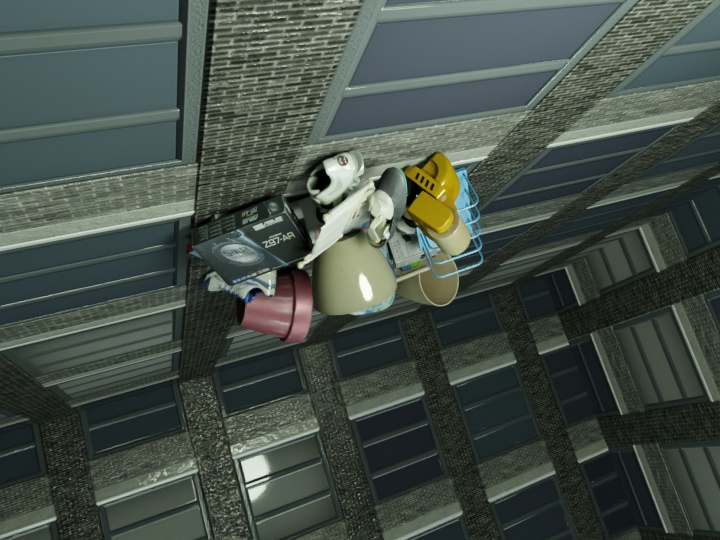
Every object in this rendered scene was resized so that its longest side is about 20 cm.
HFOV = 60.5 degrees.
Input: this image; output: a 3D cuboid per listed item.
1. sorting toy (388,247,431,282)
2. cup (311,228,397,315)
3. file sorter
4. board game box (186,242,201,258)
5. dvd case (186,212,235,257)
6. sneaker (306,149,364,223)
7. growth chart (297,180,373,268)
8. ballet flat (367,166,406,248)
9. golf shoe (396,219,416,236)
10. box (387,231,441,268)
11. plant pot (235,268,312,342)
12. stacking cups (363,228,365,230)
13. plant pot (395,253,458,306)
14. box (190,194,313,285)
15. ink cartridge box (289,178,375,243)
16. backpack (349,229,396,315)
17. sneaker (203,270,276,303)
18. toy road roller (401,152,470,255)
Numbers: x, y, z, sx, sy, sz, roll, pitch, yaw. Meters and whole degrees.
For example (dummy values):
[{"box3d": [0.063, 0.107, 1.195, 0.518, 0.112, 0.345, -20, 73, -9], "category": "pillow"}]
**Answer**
[{"box3d": [0.099, -0.037, 1.713, 0.182, 0.202, 0.037, -21, 125, 13], "category": "sorting toy"}, {"box3d": [-0.028, -0.012, 1.378, 0.196, 0.146, 0.201, -13, -161, 5], "category": "cup"}, {"box3d": [0.203, -0.104, 1.420, 0.136, 0.124, 0.202, -18, 136, -1], "category": "file sorter"}, {"box3d": [-0.247, -0.068, 1.273, 0.196, 0.020, 0.103, -20, 165, 8], "category": "board game box"}, {"box3d": [-0.267, -0.076, 1.296, 0.146, 0.016, 0.199, -9, 164, -35], "category": "dvd case"}, {"box3d": [-0.067, -0.152, 1.146, 0.087, 0.075, 0.201, -12, 156, -26], "category": "sneaker"}, {"box3d": [-0.045, -0.087, 1.183, 0.144, 0.018, 0.201, -39, 171, -33], "category": "growth chart"}, {"box3d": [0.045, -0.111, 1.201, 0.072, 0.074, 0.201, -14, 149, -17], "category": "ballet flat"}, {"box3d": [0.168, -0.154, 1.511, 0.196, 0.079, 0.095, -21, 147, 14], "category": "golf shoe"}, {"box3d": [0.166, -0.095, 1.612, 0.196, 0.119, 0.060, -18, 168, 1], "category": "box"}, {"box3d": [-0.242, 0.092, 1.691, 0.175, 0.205, 0.200, 5, 159, -24], "category": "plant pot"}, {"box3d": [-0.053, -0.096, 1.448, 0.197, 0.062, 0.060, -26, 166, 12], "category": "stacking cups"}, {"box3d": [0.207, 0.035, 2.144, 0.184, 0.192, 0.198, -8, 179, -37], "category": "plant pot"}, {"box3d": [-0.209, -0.055, 1.220, 0.196, 0.044, 0.161, -19, 146, 7], "category": "box"}, {"box3d": [-0.061, -0.117, 1.301, 0.196, 0.068, 0.116, -17, 168, -5], "category": "ink cartridge box"}, {"box3d": [0.000, 0.000, 1.579, 0.179, 0.203, 0.148, -14, 148, -13], "category": "backpack"}, {"box3d": [-0.300, 0.038, 1.514, 0.196, 0.090, 0.075, -10, 165, 18], "category": "sneaker"}, {"box3d": [0.159, -0.143, 1.245, 0.146, 0.200, 0.123, -48, 145, 0], "category": "toy road roller"}]
